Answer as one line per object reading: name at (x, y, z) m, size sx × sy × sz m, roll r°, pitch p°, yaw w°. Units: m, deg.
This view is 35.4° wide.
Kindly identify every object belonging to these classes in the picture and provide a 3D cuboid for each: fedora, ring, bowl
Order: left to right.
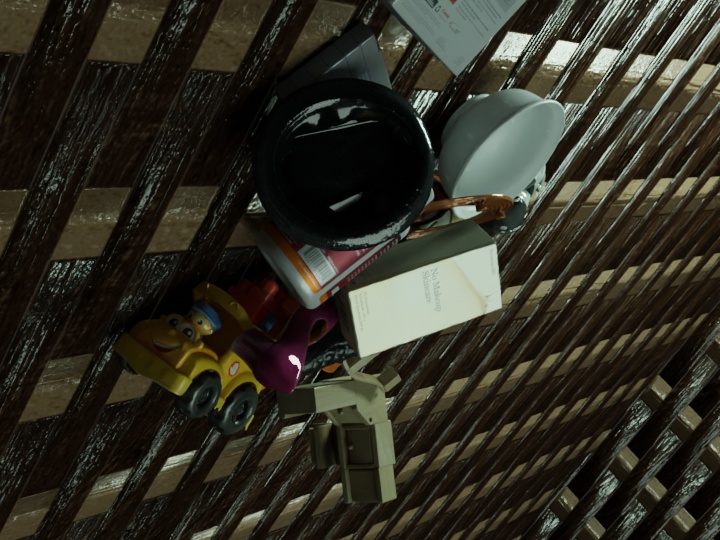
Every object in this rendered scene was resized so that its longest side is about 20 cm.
fedora at (-0.023, -0.111, 1.221) m, size 0.200 × 0.201 × 0.092 m, roll -37°, pitch -173°, yaw -12°
ring at (0.101, -0.062, 1.459) m, size 0.199 × 0.019 × 0.200 m, roll -11°, pitch 171°, yaw -2°
bowl at (0.172, -0.171, 1.511) m, size 0.200 × 0.090 × 0.202 m, roll -33°, pitch 152°, yaw -20°

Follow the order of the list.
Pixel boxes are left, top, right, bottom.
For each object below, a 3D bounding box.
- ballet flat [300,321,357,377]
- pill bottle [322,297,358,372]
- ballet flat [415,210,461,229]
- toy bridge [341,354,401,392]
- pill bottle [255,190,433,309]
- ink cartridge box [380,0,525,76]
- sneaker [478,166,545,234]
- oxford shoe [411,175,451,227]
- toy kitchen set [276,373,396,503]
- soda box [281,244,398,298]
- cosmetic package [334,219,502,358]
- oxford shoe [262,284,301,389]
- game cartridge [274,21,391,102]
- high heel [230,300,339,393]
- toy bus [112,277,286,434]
ballet flat at (-0.029, 0.091, 1.500) m, size 0.199 × 0.067 × 0.057 m, roll -16°, pitch 169°, yaw -23°
pill bottle at (-0.002, 0.050, 1.584) m, size 0.200 × 0.106 × 0.106 m, roll -49°, pitch 154°, yaw 13°
ballet flat at (0.096, -0.044, 1.634) m, size 0.200 × 0.071 × 0.070 m, roll -53°, pitch 152°, yaw 20°
toy bridge at (0.002, 0.131, 1.728) m, size 0.067 × 0.027 × 0.201 m, roll -38°, pitch 135°, yaw -9°
pill bottle at (-0.016, -0.056, 1.323) m, size 0.200 × 0.113 × 0.113 m, roll -38°, pitch 154°, yaw -8°
ink cartridge box at (0.103, -0.326, 1.185) m, size 0.176 × 0.084 × 0.200 m, roll -46°, pitch 155°, yaw 8°
sneaker at (0.220, -0.130, 1.636) m, size 0.200 × 0.074 × 0.089 m, roll -56°, pitch 156°, yaw -47°
oxford shoe at (0.062, -0.088, 1.510) m, size 0.073 × 0.071 × 0.199 m, roll -48°, pitch 155°, yaw 22°
toy kitchen set at (-0.065, 0.278, 1.796) m, size 0.162 × 0.202 × 0.180 m, roll -9°, pitch 177°, yaw 38°
soda box at (0.000, 0.000, 1.453) m, size 0.198 × 0.064 × 0.068 m, roll -3°, pitch -179°, yaw -22°
cosmetic package at (0.070, 0.022, 1.401) m, size 0.199 × 0.073 × 0.104 m, roll -19°, pitch 121°, yaw -13°
oxford shoe at (-0.099, 0.078, 1.536) m, size 0.073 × 0.071 × 0.200 m, roll -14°, pitch 145°, yaw -53°
game cartridge at (-0.021, -0.184, 1.287) m, size 0.130 × 0.038 × 0.200 m, roll -42°, pitch 154°, yaw -10°
high heel at (-0.063, 0.092, 1.361) m, size 0.200 × 0.096 × 0.068 m, roll -13°, pitch 137°, yaw -58°
toy bus at (-0.175, 0.082, 1.378) m, size 0.193 × 0.135 × 0.200 m, roll -55°, pitch 152°, yaw -4°
